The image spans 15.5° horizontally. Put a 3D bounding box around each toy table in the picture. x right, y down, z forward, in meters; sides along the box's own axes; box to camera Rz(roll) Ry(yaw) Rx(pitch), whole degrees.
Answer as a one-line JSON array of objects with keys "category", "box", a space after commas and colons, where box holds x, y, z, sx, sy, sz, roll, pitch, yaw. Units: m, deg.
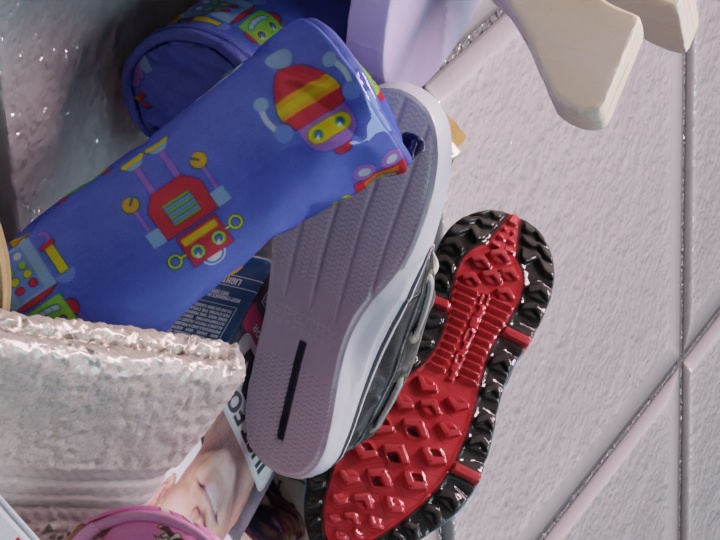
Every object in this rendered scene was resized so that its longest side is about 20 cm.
[{"category": "toy table", "box": [0.087, -0.157, 1.188, 0.201, 0.117, 0.184, -70, 161, -5]}]

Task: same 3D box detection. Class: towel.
[{"category": "towel", "box": [-0.145, 0.070, 1.020, 0.200, 0.035, 0.133, 9, 127, -46]}]

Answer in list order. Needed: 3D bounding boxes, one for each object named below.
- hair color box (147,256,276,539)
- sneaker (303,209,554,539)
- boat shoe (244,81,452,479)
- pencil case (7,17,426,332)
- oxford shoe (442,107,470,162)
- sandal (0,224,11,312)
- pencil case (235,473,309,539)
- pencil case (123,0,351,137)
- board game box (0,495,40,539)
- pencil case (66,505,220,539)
[{"category": "hair color box", "box": [-0.093, 0.095, 1.226, 0.200, 0.060, 0.100, -61, 149, -30]}, {"category": "sneaker", "box": [0.037, 0.071, 1.320, 0.200, 0.079, 0.096, -57, 172, -23]}, {"category": "boat shoe", "box": [0.000, 0.000, 1.205, 0.071, 0.072, 0.200, -24, 141, -54]}, {"category": "pencil case", "box": [-0.073, -0.023, 1.092, 0.200, 0.078, 0.087, -36, -175, -2]}, {"category": "oxford shoe", "box": [0.001, -0.002, 1.332, 0.075, 0.058, 0.200, -43, 159, -60]}, {"category": "sandal", "box": [-0.179, 0.026, 1.007, 0.070, 0.077, 0.212, -50, 150, -36]}, {"category": "pencil case", "box": [-0.023, 0.126, 1.347, 0.200, 0.089, 0.078, -38, 146, -51]}, {"category": "pencil case", "box": [-0.031, -0.109, 1.230, 0.200, 0.078, 0.087, -43, 170, -51]}, {"category": "board game box", "box": [-0.211, 0.140, 0.947, 0.200, 0.035, 0.126, -45, 146, -12]}, {"category": "pencil case", "box": [-0.069, 0.152, 1.085, 0.200, 0.082, 0.087, 63, 22, -75]}]
